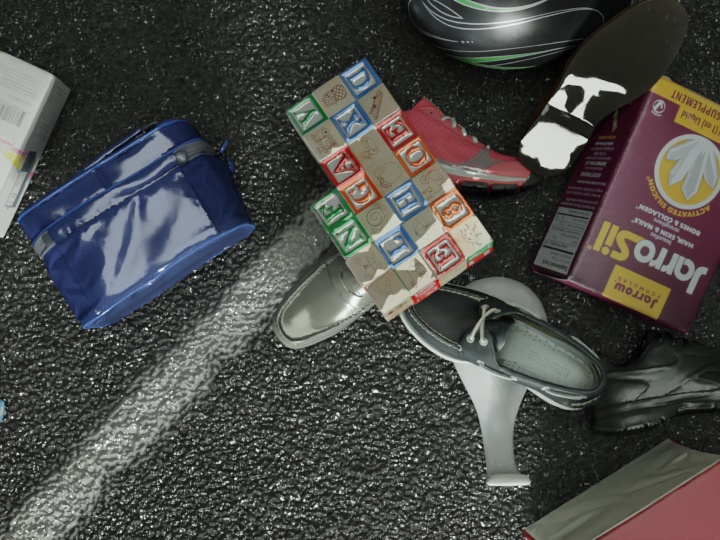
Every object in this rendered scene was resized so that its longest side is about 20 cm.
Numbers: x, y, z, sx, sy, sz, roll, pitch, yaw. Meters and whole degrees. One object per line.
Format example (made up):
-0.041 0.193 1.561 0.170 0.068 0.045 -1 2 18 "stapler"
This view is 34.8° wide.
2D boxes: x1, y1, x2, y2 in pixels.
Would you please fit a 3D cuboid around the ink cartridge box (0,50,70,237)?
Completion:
-0.369 -0.108 1.072 0.117 0.067 0.200 24 86 -1 "ink cartridge box"

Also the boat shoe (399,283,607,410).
0.130 0.060 1.036 0.200 0.060 0.076 22 75 3 "boat shoe"

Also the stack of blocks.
0.014 -0.070 1.017 0.115 0.059 0.200 -33 80 0 "stack of blocks"

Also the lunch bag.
-0.197 -0.053 1.039 0.200 0.136 0.132 -34 89 -3 "lunch bag"

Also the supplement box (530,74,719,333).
0.264 -0.062 1.050 0.131 0.103 0.200 22 92 -12 "supplement box"

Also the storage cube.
0.271 0.276 1.018 0.200 0.171 0.180 -31 88 -2 "storage cube"

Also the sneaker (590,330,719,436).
0.306 0.095 1.078 0.200 0.076 0.091 -12 78 -6 "sneaker"

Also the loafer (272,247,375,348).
0.000 0.000 1.073 0.200 0.070 0.070 -41 89 -2 "loafer"

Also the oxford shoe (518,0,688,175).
0.209 -0.174 1.016 0.071 0.071 0.200 33 130 -12 "oxford shoe"

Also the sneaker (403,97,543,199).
0.076 -0.118 1.079 0.200 0.074 0.087 7 86 -1 "sneaker"

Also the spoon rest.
0.130 0.104 1.087 0.099 0.061 0.200 1 74 -2 "spoon rest"

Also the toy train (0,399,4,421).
-0.431 0.083 1.069 0.200 0.056 0.150 9 87 -1 "toy train"

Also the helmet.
0.131 -0.272 1.031 0.190 0.200 0.200 -2 88 -12 "helmet"
